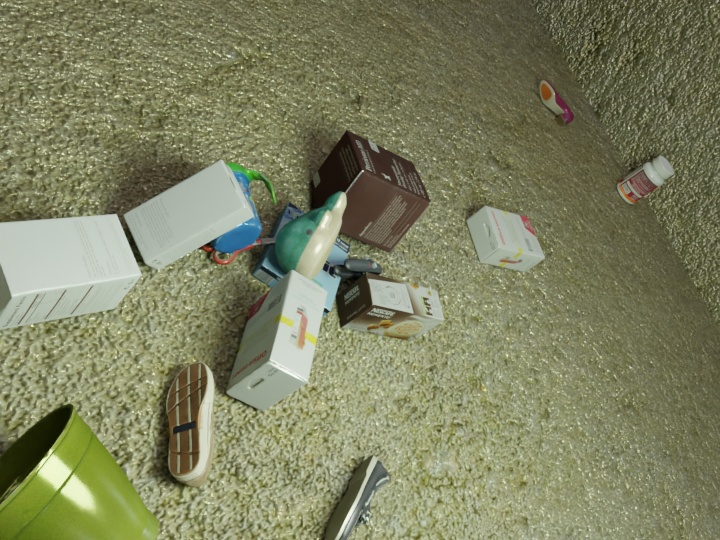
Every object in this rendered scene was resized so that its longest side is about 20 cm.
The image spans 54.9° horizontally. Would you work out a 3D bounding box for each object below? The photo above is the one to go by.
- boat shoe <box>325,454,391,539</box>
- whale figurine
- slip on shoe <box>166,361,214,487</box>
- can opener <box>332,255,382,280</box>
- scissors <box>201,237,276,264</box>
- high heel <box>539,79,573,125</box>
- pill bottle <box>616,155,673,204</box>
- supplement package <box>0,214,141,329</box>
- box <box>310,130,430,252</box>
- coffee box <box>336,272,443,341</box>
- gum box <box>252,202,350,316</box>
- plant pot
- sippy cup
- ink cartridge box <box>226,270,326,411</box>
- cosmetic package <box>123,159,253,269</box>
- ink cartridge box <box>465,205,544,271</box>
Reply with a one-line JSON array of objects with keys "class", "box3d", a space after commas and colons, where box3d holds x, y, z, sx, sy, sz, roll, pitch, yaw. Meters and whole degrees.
[{"class": "boat shoe", "box3d": [0.003, 0.408, 1.202, 0.063, 0.073, 0.200, 43, 35, -4]}, {"class": "whale figurine", "box3d": [-0.097, -0.077, 1.355, 0.103, 0.159, 0.201, 26, 58, 1]}, {"class": "slip on shoe", "box3d": [-0.261, 0.242, 1.093, 0.061, 0.076, 0.201, 68, 8, -50]}, {"class": "can opener", "box3d": [0.000, 0.000, 1.472, 0.079, 0.063, 0.200, 61, 12, 18]}, {"class": "scissors", "box3d": [-0.213, -0.060, 1.357, 0.199, 0.014, 0.073, -20, 58, -33]}, {"class": "high heel", "box3d": [0.792, -0.682, 2.783, 0.096, 0.067, 0.201, -32, 89, -41]}, {"class": "pill bottle", "box3d": [1.138, -0.363, 2.767, 0.109, 0.200, 0.110, 24, 46, -28]}, {"class": "supplement package", "box3d": [-0.459, -0.001, 1.042, 0.199, 0.117, 0.117, -10, 69, -47]}, {"class": "box", "box3d": [0.020, -0.176, 1.570, 0.199, 0.164, 0.166, 21, 34, -32]}, {"class": "coffee box", "box3d": [0.063, 0.081, 1.477, 0.199, 0.114, 0.080, 15, 51, -36]}, {"class": "gum box", "box3d": [-0.117, -0.023, 1.440, 0.169, 0.045, 0.201, 35, 43, -18]}, {"class": "plant pot", "box3d": [-0.363, 0.307, 0.859, 0.193, 0.200, 0.201, 50, 38, -19]}, {"class": "sippy cup", "box3d": [-0.252, -0.109, 1.297, 0.139, 0.178, 0.131, 9, 48, -58]}, {"class": "ink cartridge box", "box3d": [-0.145, 0.124, 1.212, 0.083, 0.145, 0.201, 33, 43, -22]}, {"class": "cosmetic package", "box3d": [-0.297, -0.096, 1.206, 0.102, 0.199, 0.074, 62, 0, 11]}, {"class": "ink cartridge box", "box3d": [0.408, -0.089, 1.957, 0.199, 0.083, 0.146, 10, 54, -39]}]
